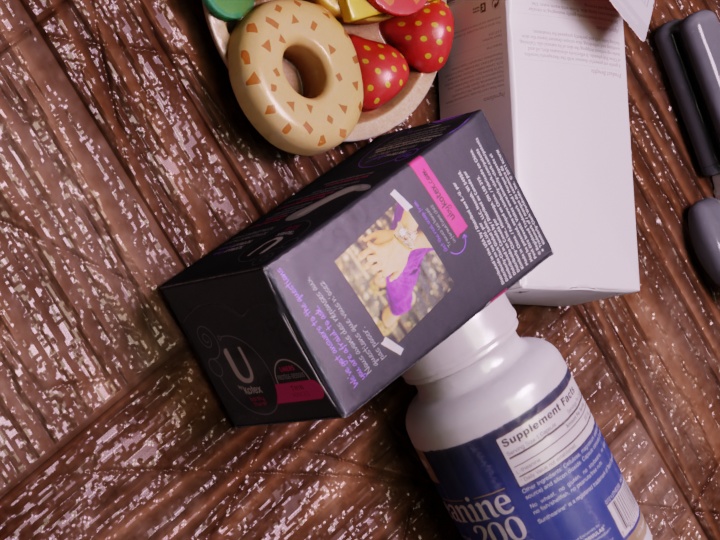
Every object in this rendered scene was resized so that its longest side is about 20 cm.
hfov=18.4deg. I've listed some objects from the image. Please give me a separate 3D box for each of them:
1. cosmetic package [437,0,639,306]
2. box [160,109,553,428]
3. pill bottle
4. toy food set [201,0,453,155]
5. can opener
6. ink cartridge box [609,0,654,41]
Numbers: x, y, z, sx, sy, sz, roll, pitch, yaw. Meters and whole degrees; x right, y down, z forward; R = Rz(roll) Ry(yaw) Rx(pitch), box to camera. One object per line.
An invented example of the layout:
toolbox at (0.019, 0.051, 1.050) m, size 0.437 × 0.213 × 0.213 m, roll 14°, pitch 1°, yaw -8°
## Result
cosmetic package at (0.117, -0.080, 1.480) m, size 0.107 × 0.085 × 0.202 m, roll 5°, pitch 81°, yaw -36°
box at (0.000, 0.000, 1.360) m, size 0.200 × 0.122 × 0.107 m, roll -36°, pitch 104°, yaw -34°
pill bottle at (0.097, 0.114, 1.419) m, size 0.111 × 0.111 × 0.201 m, roll -36°, pitch 104°, yaw -34°
toy food set at (-0.020, -0.181, 1.419) m, size 0.199 × 0.048 × 0.200 m, roll -20°, pitch 95°, yaw -36°
can opener at (0.254, -0.083, 1.599) m, size 0.067 × 0.053 × 0.202 m, roll -25°, pitch 96°, yaw -36°
ink cartridge box at (0.142, -0.251, 1.502) m, size 0.162 × 0.050 × 0.201 m, roll 48°, pitch 36°, yaw -21°
